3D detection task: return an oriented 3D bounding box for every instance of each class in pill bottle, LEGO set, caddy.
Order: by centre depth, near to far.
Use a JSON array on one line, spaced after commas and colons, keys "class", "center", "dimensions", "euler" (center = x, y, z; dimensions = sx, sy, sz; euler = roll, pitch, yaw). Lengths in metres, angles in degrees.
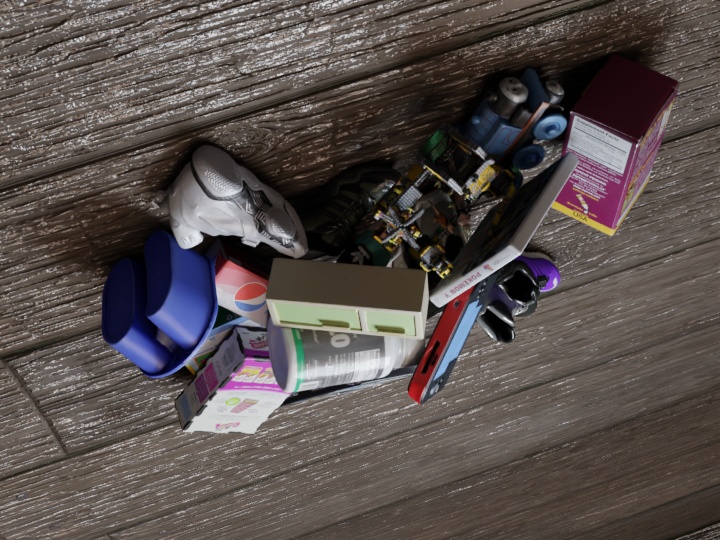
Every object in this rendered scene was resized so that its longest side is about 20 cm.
[{"class": "LEGO set", "center": [0.116, -0.079, 1.413], "dimensions": [0.200, 0.116, 0.154], "euler": [-41, 123, -1]}, {"class": "caddy", "center": [-0.254, 0.046, 1.470], "dimensions": [0.141, 0.200, 0.105], "euler": [-37, 127, 19]}, {"class": "pill bottle", "center": [-0.020, 0.099, 1.563], "dimensions": [0.200, 0.113, 0.113], "euler": [-8, 144, -19]}]

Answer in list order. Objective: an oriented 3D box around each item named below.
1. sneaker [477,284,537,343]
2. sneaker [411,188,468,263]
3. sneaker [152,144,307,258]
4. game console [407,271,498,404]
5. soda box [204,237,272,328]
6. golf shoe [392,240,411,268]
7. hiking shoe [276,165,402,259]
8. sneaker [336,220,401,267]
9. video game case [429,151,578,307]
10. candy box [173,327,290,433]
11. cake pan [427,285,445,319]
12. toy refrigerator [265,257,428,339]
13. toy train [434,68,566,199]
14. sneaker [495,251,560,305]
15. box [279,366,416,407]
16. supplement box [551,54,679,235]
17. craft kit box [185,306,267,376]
[{"class": "sneaker", "center": [0.236, 0.076, 1.856], "dimensions": [0.200, 0.116, 0.075], "euler": [18, 130, -44]}, {"class": "sneaker", "center": [0.125, -0.031, 1.661], "dimensions": [0.076, 0.092, 0.200], "euler": [-25, 149, 2]}, {"class": "sneaker", "center": [-0.165, -0.065, 1.438], "dimensions": [0.115, 0.075, 0.200], "euler": [-34, 124, 25]}, {"class": "game console", "center": [0.136, 0.091, 1.609], "dimensions": [0.200, 0.031, 0.177], "euler": [-65, 163, 10]}, {"class": "soda box", "center": [-0.134, 0.033, 1.582], "dimensions": [0.200, 0.063, 0.070], "euler": [28, 109, -34]}, {"class": "golf shoe", "center": [0.036, 0.027, 1.694], "dimensions": [0.078, 0.095, 0.200], "euler": [-16, 148, -12]}, {"class": "hiking shoe", "center": [-0.026, -0.066, 1.518], "dimensions": [0.200, 0.101, 0.076], "euler": [-24, 147, 3]}, {"class": "sneaker", "center": [0.000, 0.000, 1.555], "dimensions": [0.080, 0.071, 0.200], "euler": [-38, 165, -17]}, {"class": "video game case", "center": [0.188, -0.053, 1.480], "dimensions": [0.182, 0.023, 0.200], "euler": [-38, -169, 51]}, {"class": "candy box", "center": [-0.176, 0.171, 1.729], "dimensions": [0.136, 0.061, 0.200], "euler": [9, 136, -39]}, {"class": "cake pan", "center": [0.093, 0.058, 1.729], "dimensions": [0.200, 0.037, 0.200], "euler": [-30, 177, -1]}, {"class": "toy refrigerator", "center": [-0.016, 0.039, 1.461], "dimensions": [0.200, 0.070, 0.076], "euler": [5, 150, 8]}, {"class": "toy train", "center": [0.186, -0.177, 1.501], "dimensions": [0.114, 0.087, 0.200], "euler": [7, 137, -29]}, {"class": "sneaker", "center": [0.260, 0.017, 1.800], "dimensions": [0.070, 0.100, 0.200], "euler": [-38, 143, 26]}, {"class": "box", "center": [-0.028, 0.169, 1.804], "dimensions": [0.200, 0.050, 0.158], "euler": [-19, 170, 37]}, {"class": "supplement box", "center": [0.341, -0.167, 1.537], "dimensions": [0.131, 0.103, 0.200], "euler": [-51, 159, -29]}, {"class": "craft kit box", "center": [-0.170, 0.107, 1.734], "dimensions": [0.200, 0.049, 0.198], "euler": [-23, 144, 2]}]
